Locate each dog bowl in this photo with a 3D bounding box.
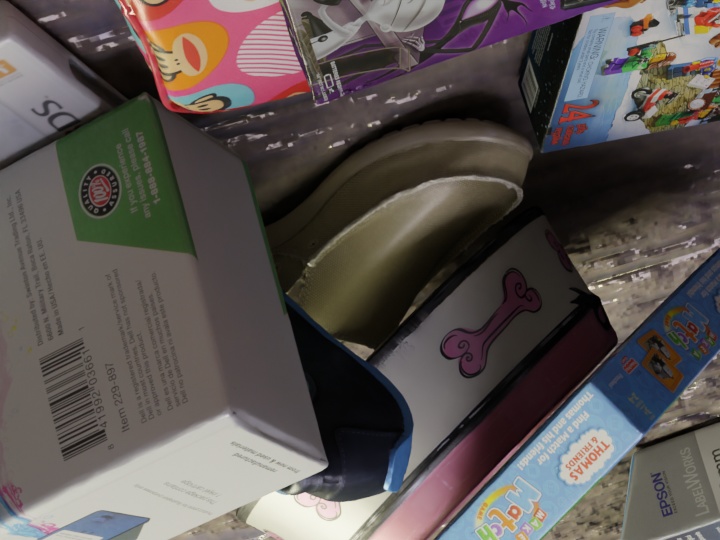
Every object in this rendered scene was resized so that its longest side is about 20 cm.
[{"bbox_3d":[0.037,0.066,1.201,0.200,0.074,0.200,-45,175,-5],"label":"dog bowl"}]

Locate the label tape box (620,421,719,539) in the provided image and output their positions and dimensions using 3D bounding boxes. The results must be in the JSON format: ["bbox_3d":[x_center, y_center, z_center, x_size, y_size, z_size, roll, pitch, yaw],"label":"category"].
[{"bbox_3d":[0.223,0.145,1.596,0.199,0.066,0.143,-19,154,12],"label":"label tape box"}]

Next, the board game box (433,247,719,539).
[{"bbox_3d":[0.106,0.072,1.182,0.151,0.037,0.200,-50,174,32],"label":"board game box"}]

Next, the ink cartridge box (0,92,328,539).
[{"bbox_3d":[-0.130,0.044,1.039,0.200,0.146,0.087,-26,153,18],"label":"ink cartridge box"}]

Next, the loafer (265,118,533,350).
[{"bbox_3d":[0.000,0.000,1.165,0.200,0.068,0.076,-32,150,31],"label":"loafer"}]

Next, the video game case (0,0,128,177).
[{"bbox_3d":[-0.182,-0.027,1.061,0.199,0.022,0.182,-23,154,15],"label":"video game case"}]

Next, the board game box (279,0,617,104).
[{"bbox_3d":[0.023,-0.130,0.797,0.120,0.032,0.200,-23,151,-3],"label":"board game box"}]

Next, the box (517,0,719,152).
[{"bbox_3d":[0.146,-0.123,1.035,0.136,0.038,0.200,-10,154,-11],"label":"box"}]

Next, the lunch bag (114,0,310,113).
[{"bbox_3d":[-0.007,-0.137,0.867,0.176,0.082,0.200,-17,154,1],"label":"lunch bag"}]

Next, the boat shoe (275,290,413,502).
[{"bbox_3d":[-0.061,0.036,1.098,0.068,0.084,0.200,-8,-160,-39],"label":"boat shoe"}]
